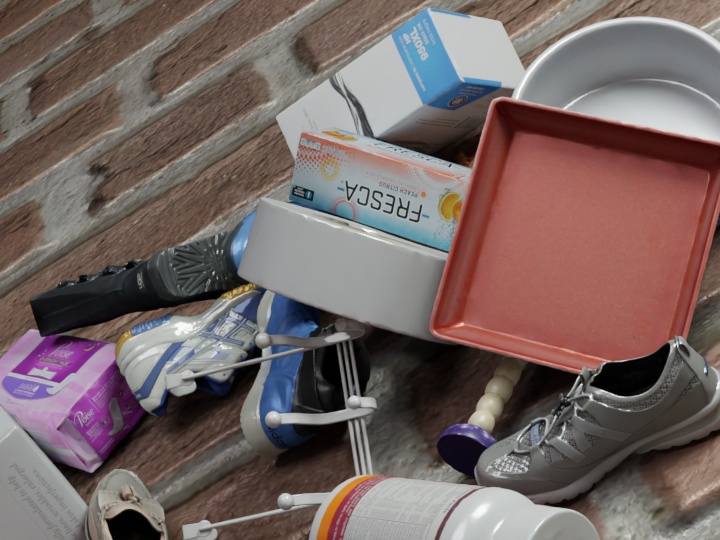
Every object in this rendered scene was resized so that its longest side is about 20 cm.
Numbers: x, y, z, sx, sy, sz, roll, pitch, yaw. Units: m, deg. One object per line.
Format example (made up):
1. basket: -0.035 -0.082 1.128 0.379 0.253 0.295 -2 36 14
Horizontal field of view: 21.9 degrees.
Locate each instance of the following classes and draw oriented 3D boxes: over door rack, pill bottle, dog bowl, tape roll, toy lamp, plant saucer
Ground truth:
1. over door rack: -0.079 0.133 1.530 0.200 0.067 0.148 -19 69 27
2. pill bottle: 0.066 0.203 1.298 0.200 0.110 0.110 0 44 46
3. dog bowl: 0.226 -0.111 1.550 0.199 0.079 0.201 -7 54 10
4. tape roll: 0.000 0.000 1.574 0.202 0.202 0.071 21 96 57
5. toy lamp: 0.123 0.072 1.487 0.058 0.058 0.200 -8 39 39
6. plant saucer: 0.173 -0.019 1.449 0.199 0.037 0.200 14 84 20

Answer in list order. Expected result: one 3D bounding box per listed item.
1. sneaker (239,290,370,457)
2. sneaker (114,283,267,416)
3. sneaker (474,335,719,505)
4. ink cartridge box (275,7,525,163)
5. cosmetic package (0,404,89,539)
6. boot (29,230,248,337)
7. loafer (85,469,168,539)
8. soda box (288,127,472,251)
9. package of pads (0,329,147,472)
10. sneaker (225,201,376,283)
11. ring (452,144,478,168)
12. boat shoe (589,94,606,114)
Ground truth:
1. sneaker: -0.036 0.068 1.636 0.111 0.077 0.200 -23 33 28
2. sneaker: -0.126 0.073 1.749 0.199 0.075 0.088 -23 72 -8
3. sneaker: 0.168 0.103 1.366 0.200 0.082 0.075 -27 30 14
4. ink cartridge box: 0.042 -0.159 1.781 0.200 0.084 0.144 -32 -16 29
5. cosmetic package: -0.352 0.213 1.665 0.165 0.165 0.200 -41 30 -11
6. boot: -0.203 0.018 1.825 0.200 0.066 0.165 -20 -13 41
7. loafer: -0.188 0.229 1.553 0.200 0.072 0.063 -104 28 -53
8. soda box: 0.038 -0.071 1.673 0.200 0.069 0.064 19 16 26
9. package of pads: -0.296 0.123 1.830 0.200 0.076 0.121 5 48 49
10. sneaker: -0.038 -0.038 1.739 0.078 0.066 0.200 -5 11 46
11. ring: 0.151 -0.137 1.740 0.200 0.019 0.200 -39 10 8
12. boat shoe: 0.175 -0.073 1.637 0.200 0.072 0.059 -54 13 -19
